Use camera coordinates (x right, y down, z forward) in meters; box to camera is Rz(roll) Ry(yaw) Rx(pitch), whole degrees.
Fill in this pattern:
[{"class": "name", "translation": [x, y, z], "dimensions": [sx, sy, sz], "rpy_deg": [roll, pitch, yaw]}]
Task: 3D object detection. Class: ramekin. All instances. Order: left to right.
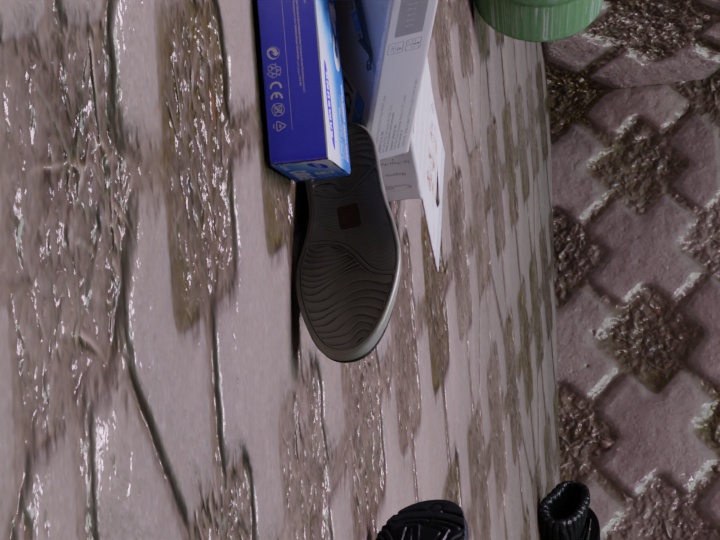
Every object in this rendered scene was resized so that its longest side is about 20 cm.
[{"class": "ramekin", "translation": [0.243, -0.403, 3.019], "dimensions": [0.098, 0.199, 0.201], "rpy_deg": [86, 5, -49]}]

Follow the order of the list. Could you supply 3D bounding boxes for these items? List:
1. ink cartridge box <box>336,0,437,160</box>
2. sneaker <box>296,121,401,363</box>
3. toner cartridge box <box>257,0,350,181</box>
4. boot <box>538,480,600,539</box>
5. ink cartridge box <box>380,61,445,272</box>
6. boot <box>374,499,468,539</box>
[{"class": "ink cartridge box", "translation": [-0.004, -0.207, 1.620], "dimensions": [0.200, 0.045, 0.177], "rpy_deg": [101, -32, -53]}, {"class": "sneaker", "translation": [0.000, 0.000, 1.591], "dimensions": [0.106, 0.074, 0.201], "rpy_deg": [74, 13, -51]}, {"class": "toner cartridge box", "translation": [-0.042, -0.167, 1.527], "dimensions": [0.095, 0.043, 0.201], "rpy_deg": [21, 63, -80]}, {"class": "boot", "translation": [0.319, 0.376, 3.387], "dimensions": [0.211, 0.079, 0.158], "rpy_deg": [-80, 162, -58]}, {"class": "ink cartridge box", "translation": [0.042, -0.123, 2.040], "dimensions": [0.200, 0.043, 0.174], "rpy_deg": [-84, 166, -53]}, {"class": "boot", "translation": [0.054, 0.304, 1.736], "dimensions": [0.200, 0.076, 0.169], "rpy_deg": [-75, 155, -47]}]
